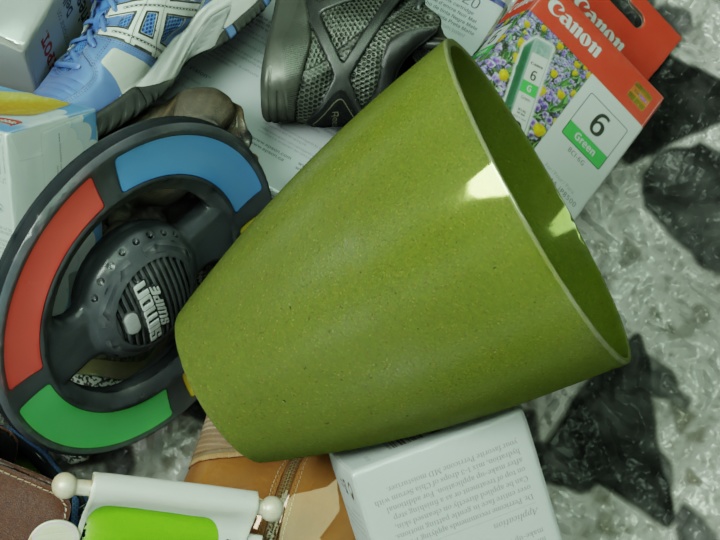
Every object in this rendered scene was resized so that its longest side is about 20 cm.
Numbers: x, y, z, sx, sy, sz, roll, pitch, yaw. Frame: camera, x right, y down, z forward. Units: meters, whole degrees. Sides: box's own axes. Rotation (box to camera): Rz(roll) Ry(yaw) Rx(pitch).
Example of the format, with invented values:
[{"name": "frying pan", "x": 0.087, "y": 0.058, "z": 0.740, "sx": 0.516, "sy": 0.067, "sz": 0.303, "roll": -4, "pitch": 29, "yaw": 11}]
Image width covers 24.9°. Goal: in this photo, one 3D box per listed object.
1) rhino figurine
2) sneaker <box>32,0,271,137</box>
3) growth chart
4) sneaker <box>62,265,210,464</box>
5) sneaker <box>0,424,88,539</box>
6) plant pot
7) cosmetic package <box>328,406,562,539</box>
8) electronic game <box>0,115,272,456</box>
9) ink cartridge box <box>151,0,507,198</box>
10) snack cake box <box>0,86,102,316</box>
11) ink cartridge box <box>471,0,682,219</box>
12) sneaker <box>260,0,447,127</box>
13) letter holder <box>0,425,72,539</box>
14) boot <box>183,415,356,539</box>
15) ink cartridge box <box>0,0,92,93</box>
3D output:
[{"name": "rhino figurine", "x": -0.154, "y": -0.054, "z": 0.992, "sx": 0.198, "sy": 0.060, "sz": 0.088, "roll": -19, "pitch": 37, "yaw": 13}, {"name": "sneaker", "x": -0.143, "y": -0.144, "z": 0.988, "sx": 0.200, "sy": 0.075, "sz": 0.077, "roll": -47, "pitch": 119, "yaw": -28}, {"name": "growth chart", "x": -0.109, "y": 0.202, "z": 0.870, "sx": 0.143, "sy": 0.018, "sz": 0.202, "roll": 0, "pitch": 103, "yaw": -19}, {"name": "sneaker", "x": -0.129, "y": 0.040, "z": 0.993, "sx": 0.200, "sy": 0.077, "sz": 0.089, "roll": -39, "pitch": 106, "yaw": -17}, {"name": "sneaker", "x": -0.172, "y": 0.172, "z": 0.915, "sx": 0.078, "sy": 0.089, "sz": 0.201, "roll": -33, "pitch": 75, "yaw": -13}, {"name": "plant pot", "x": 0.009, "y": 0.012, "z": 0.853, "sx": 0.199, "sy": 0.187, "sz": 0.188, "roll": -30, "pitch": 70, "yaw": 14}, {"name": "cosmetic package", "x": 0.062, "y": 0.179, "z": 0.886, "sx": 0.101, "sy": 0.071, "sz": 0.202, "roll": -18, "pitch": 97, "yaw": -10}, {"name": "electronic game", "x": -0.122, "y": 0.011, "z": 0.896, "sx": 0.041, "sy": 0.201, "sz": 0.200, "roll": 30, "pitch": 69, "yaw": 34}, {"name": "ink cartridge box", "x": -0.034, "y": -0.135, "z": 1.065, "sx": 0.198, "sy": 0.041, "sz": 0.201, "roll": 30, "pitch": 70, "yaw": 10}, {"name": "snack cake box", "x": -0.239, "y": -0.047, "z": 0.937, "sx": 0.199, "sy": 0.116, "sz": 0.067, "roll": 16, "pitch": 26, "yaw": 35}, {"name": "ink cartridge box", "x": 0.129, "y": -0.118, "z": 1.039, "sx": 0.109, "sy": 0.050, "sz": 0.200, "roll": 43, "pitch": 72, "yaw": -12}, {"name": "sneaker", "x": 0.006, "y": -0.181, "z": 1.025, "sx": 0.113, "sy": 0.076, "sz": 0.201, "roll": 9, "pitch": 71, "yaw": -1}, {"name": "letter holder", "x": -0.256, "y": 0.160, "z": 0.877, "sx": 0.141, "sy": 0.101, "sz": 0.201, "roll": 27, "pitch": 99, "yaw": -22}, {"name": "boot", "x": -0.009, "y": 0.149, "z": 0.934, "sx": 0.198, "sy": 0.077, "sz": 0.157, "roll": 7, "pitch": 67, "yaw": 4}, {"name": "ink cartridge box", "x": -0.190, "y": -0.198, "z": 1.030, "sx": 0.082, "sy": 0.147, "sz": 0.201, "roll": 24, "pitch": 71, "yaw": 6}]
